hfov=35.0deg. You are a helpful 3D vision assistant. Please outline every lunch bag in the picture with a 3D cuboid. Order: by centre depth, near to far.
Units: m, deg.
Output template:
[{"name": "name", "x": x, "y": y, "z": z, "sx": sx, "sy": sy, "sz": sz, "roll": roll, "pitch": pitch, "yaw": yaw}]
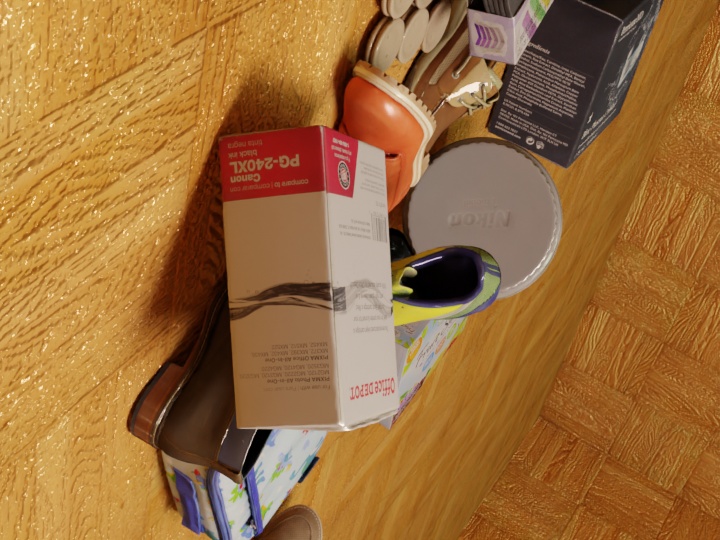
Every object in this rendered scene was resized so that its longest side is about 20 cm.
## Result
[{"name": "lunch bag", "x": -0.100, "y": 0.151, "z": 1.011, "sx": 0.161, "sy": 0.082, "sz": 0.201, "roll": -49, "pitch": 158, "yaw": -29}]

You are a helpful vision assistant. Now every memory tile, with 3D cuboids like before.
[{"name": "memory tile", "x": 0.060, "y": -0.264, "z": 0.934, "sx": 0.153, "sy": 0.017, "sz": 0.202, "roll": -38, "pitch": 151, "yaw": -54}]

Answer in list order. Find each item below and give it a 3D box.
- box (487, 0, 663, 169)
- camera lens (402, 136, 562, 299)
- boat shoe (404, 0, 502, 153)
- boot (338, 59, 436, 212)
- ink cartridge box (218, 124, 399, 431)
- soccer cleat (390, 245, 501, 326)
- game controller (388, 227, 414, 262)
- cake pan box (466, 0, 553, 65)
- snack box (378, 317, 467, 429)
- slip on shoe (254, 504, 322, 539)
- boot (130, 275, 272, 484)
[{"name": "box", "x": 0.265, "y": -0.262, "z": 1.380, "sx": 0.197, "sy": 0.117, "sz": 0.202, "roll": -42, "pitch": 154, "yaw": -48}, {"name": "camera lens", "x": 0.125, "y": -0.052, "z": 1.171, "sx": 0.161, "sy": 0.159, "sz": 0.200, "roll": -62, "pitch": 174, "yaw": 4}, {"name": "boat shoe", "x": 0.096, "y": -0.184, "z": 1.066, "sx": 0.202, "sy": 0.073, "sz": 0.076, "roll": -63, "pitch": 163, "yaw": 4}, {"name": "boot", "x": 0.007, "y": -0.092, "z": 0.959, "sx": 0.108, "sy": 0.075, "sz": 0.200, "roll": -52, "pitch": 163, "yaw": -15}, {"name": "ink cartridge box", "x": -0.033, "y": 0.009, "z": 0.819, "sx": 0.145, "sy": 0.082, "sz": 0.203, "roll": 5, "pitch": 81, "yaw": -73}, {"name": "soccer cleat", "x": 0.015, "y": 0.018, "z": 0.917, "sx": 0.084, "sy": 0.197, "sz": 0.066, "roll": 47, "pitch": 32, "yaw": -73}, {"name": "game controller", "x": 0.000, "y": 0.000, "z": 1.045, "sx": 0.200, "sy": 0.103, "sz": 0.043, "roll": 56, "pitch": 36, "yaw": -72}, {"name": "cake pan box", "x": 0.141, "y": -0.303, "z": 0.963, "sx": 0.201, "sy": 0.052, "sz": 0.185, "roll": -57, "pitch": 151, "yaw": -35}, {"name": "snack box", "x": 0.072, "y": 0.069, "z": 1.414, "sx": 0.200, "sy": 0.067, "sz": 0.170, "roll": -50, "pitch": 160, "yaw": -38}, {"name": "slip on shoe", "x": -0.113, "y": 0.351, "z": 1.309, "sx": 0.200, "sy": 0.076, "sz": 0.061, "roll": -46, "pitch": 165, "yaw": -24}, {"name": "boot", "x": -0.083, "y": 0.070, "z": 0.895, "sx": 0.201, "sy": 0.096, "sz": 0.075, "roll": -56, "pitch": 162, "yaw": -18}]
